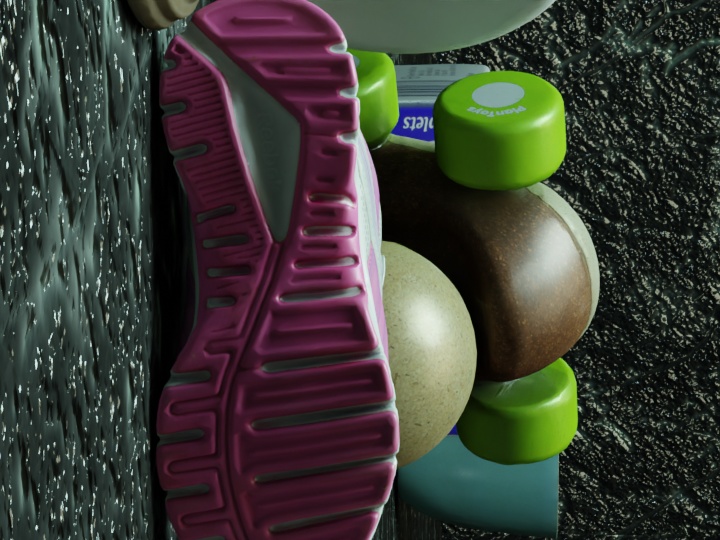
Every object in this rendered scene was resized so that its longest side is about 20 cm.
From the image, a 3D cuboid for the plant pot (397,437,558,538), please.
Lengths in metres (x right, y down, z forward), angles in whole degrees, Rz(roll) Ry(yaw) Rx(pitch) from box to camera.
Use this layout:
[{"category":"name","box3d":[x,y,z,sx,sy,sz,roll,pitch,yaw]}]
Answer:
[{"category":"plant pot","box3d":[0.117,0.166,2.238,0.201,0.159,0.203,0,90,-86]}]

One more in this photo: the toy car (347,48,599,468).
[{"category":"toy car","box3d":[-0.009,0.027,0.912,0.200,0.157,0.166,-41,135,-45]}]

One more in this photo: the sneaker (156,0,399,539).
[{"category":"sneaker","box3d":[-0.023,0.012,0.757,0.088,0.080,0.202,8,83,-85]}]

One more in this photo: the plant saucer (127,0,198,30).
[{"category":"plant saucer","box3d":[-0.054,-0.175,0.690,0.200,0.029,0.202,0,90,-87]}]

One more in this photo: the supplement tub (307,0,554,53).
[{"category":"supplement tub","box3d":[0.018,-0.205,0.900,0.145,0.143,0.202,82,9,-65]}]

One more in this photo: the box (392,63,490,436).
[{"category":"box","box3d":[0.032,-0.018,1.394,0.184,0.104,0.202,-73,162,-78]}]
